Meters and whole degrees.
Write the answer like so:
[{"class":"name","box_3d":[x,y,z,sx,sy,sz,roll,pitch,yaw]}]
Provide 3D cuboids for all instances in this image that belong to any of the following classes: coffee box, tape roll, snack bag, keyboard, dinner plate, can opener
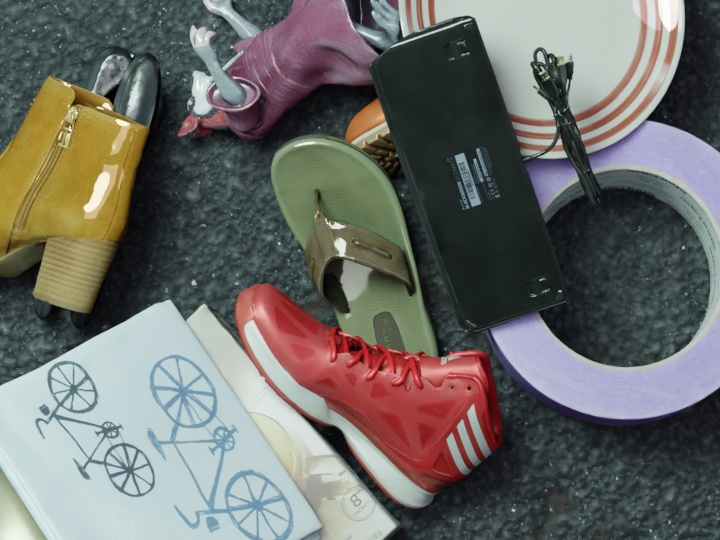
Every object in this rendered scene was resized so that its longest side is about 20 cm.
[{"class":"coffee box","box_3d":[-0.079,0.135,1.458,0.113,0.080,0.200,-42,83,-2]},{"class":"tape roll","box_3d":[0.177,0.003,1.457,0.198,0.085,0.202,0,84,3]},{"class":"snack bag","box_3d":[-0.134,0.129,1.346,0.021,0.200,0.189,-40,82,42]},{"class":"keyboard","box_3d":[0.093,-0.068,1.387,0.126,0.021,0.201,-18,104,9]},{"class":"dinner plate","box_3d":[0.119,-0.172,1.422,0.198,0.024,0.202,1,84,-15]},{"class":"can opener","box_3d":[-0.188,-0.060,1.499,0.063,0.079,0.201,20,95,1]}]

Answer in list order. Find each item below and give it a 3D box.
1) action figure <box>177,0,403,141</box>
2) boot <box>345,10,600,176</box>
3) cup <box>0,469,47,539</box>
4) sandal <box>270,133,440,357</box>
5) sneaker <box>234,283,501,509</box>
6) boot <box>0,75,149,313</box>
[{"class":"action figure","box_3d":[-0.045,-0.144,1.479,0.149,0.134,0.200,41,122,-15]},{"class":"boot","box_3d":[0.062,-0.146,1.497,0.199,0.075,0.108,-32,65,4]},{"class":"cup","box_3d":[-0.212,0.171,1.382,0.198,0.200,0.145,-6,83,3]},{"class":"sandal","box_3d":[0.001,0.000,1.461,0.079,0.057,0.202,-22,96,15]},{"class":"sneaker","box_3d":[0.018,0.060,1.424,0.115,0.079,0.200,-35,115,26]},{"class":"boot","box_3d":[-0.234,-0.064,1.470,0.200,0.071,0.145,17,92,30]}]
